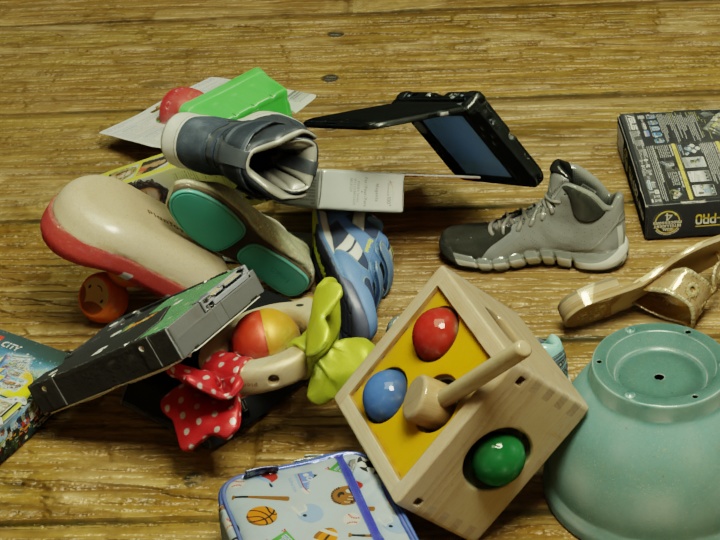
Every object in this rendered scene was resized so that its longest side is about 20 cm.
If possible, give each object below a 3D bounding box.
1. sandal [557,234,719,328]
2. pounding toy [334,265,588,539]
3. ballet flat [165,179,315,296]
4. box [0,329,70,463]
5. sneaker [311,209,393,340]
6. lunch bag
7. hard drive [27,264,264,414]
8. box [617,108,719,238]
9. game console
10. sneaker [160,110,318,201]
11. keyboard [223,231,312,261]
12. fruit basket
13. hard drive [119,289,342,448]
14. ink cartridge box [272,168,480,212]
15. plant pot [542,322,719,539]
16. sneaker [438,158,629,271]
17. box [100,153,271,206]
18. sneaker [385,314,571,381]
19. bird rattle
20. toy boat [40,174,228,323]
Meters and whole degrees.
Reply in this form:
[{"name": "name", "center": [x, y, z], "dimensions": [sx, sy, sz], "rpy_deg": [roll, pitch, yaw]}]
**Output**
[{"name": "sandal", "center": [0.302, 0.031, 1.746], "dimensions": [0.210, 0.078, 0.070], "rpy_deg": [-19, 67, -10]}, {"name": "pounding toy", "center": [0.085, 0.105, 1.489], "dimensions": [0.142, 0.185, 0.200], "rpy_deg": [30, 15, -35]}, {"name": "ballet flat", "center": [-0.123, -0.044, 1.789], "dimensions": [0.067, 0.200, 0.063], "rpy_deg": [-28, 40, 27]}, {"name": "box", "center": [-0.383, 0.107, 1.702], "dimensions": [0.198, 0.038, 0.137], "rpy_deg": [16, 38, 27]}, {"name": "sneaker", "center": [0.000, 0.000, 1.795], "dimensions": [0.081, 0.075, 0.201], "rpy_deg": [-2, 37, -11]}, {"name": "lunch bag", "center": [-0.028, 0.229, 1.457], "dimensions": [0.159, 0.076, 0.200], "rpy_deg": [-10, 35, -13]}, {"name": "hard drive", "center": [-0.196, 0.064, 1.625], "dimensions": [0.199, 0.038, 0.140], "rpy_deg": [-23, 12, 38]}, {"name": "box", "center": [0.374, -0.111, 1.946], "dimensions": [0.159, 0.050, 0.201], "rpy_deg": [-5, 34, 0]}, {"name": "game console", "center": [0.062, -0.123, 1.815], "dimensions": [0.116, 0.176, 0.200], "rpy_deg": [-45, 19, -11]}, {"name": "sneaker", "center": [-0.078, -0.112, 1.746], "dimensions": [0.145, 0.078, 0.201], "rpy_deg": [14, 12, 36]}, {"name": "keyboard", "center": [-0.123, -0.026, 1.904], "dimensions": [0.198, 0.011, 0.057], "rpy_deg": [4, 40, 12]}, {"name": "fruit basket", "center": [-0.178, -0.175, 2.083], "dimensions": [0.199, 0.095, 0.185], "rpy_deg": [9, 32, 46]}, {"name": "hard drive", "center": [-0.123, 0.085, 1.706], "dimensions": [0.134, 0.043, 0.200], "rpy_deg": [21, 41, 32]}, {"name": "ink cartridge box", "center": [0.013, -0.085, 1.873], "dimensions": [0.172, 0.044, 0.200], "rpy_deg": [3, 3, -17]}, {"name": "plant pot", "center": [0.255, 0.132, 1.519], "dimensions": [0.198, 0.135, 0.201], "rpy_deg": [-3, 34, 2]}, {"name": "sneaker", "center": [0.179, -0.064, 1.833], "dimensions": [0.198, 0.116, 0.075], "rpy_deg": [0, 34, 5]}, {"name": "box", "center": [-0.185, -0.089, 1.888], "dimensions": [0.198, 0.076, 0.050], "rpy_deg": [-18, 27, 21]}, {"name": "sneaker", "center": [0.113, 0.066, 1.671], "dimensions": [0.199, 0.087, 0.078], "rpy_deg": [18, 38, 28]}, {"name": "bird rattle", "center": [-0.087, 0.084, 1.613], "dimensions": [0.198, 0.113, 0.163], "rpy_deg": [-24, 23, 2]}, {"name": "toy boat", "center": [-0.238, -0.003, 1.785], "dimensions": [0.199, 0.131, 0.131], "rpy_deg": [29, 18, -32]}]
